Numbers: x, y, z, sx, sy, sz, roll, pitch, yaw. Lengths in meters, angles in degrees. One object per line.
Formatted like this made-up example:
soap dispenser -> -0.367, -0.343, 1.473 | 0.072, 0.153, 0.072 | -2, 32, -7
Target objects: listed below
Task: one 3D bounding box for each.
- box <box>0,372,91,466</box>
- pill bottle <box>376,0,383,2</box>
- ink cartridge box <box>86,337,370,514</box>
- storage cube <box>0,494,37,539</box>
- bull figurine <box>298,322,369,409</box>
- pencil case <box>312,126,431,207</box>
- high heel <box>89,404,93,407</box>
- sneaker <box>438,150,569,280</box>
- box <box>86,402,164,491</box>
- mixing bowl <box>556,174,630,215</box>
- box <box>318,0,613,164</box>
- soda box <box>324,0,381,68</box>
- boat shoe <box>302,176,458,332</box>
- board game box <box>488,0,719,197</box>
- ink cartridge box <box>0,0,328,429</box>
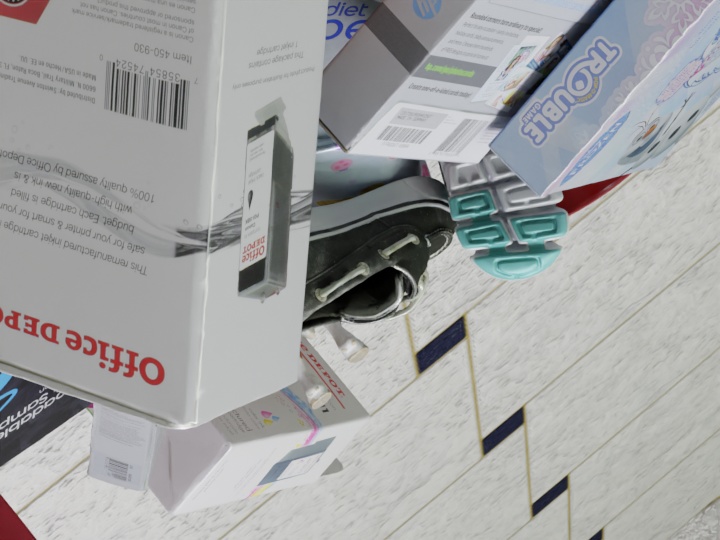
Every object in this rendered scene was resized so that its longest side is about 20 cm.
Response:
box -> -0.176, 0.037, 1.209 | 0.143, 0.036, 0.200 | -35, 162, -27
pill bottle -> 0.069, -0.220, 1.176 | 0.200, 0.111, 0.112 | -33, 159, -25
ink cartridge box -> -0.076, 0.077, 1.513 | 0.067, 0.117, 0.200 | -49, 159, 23
storage cube -> -0.256, 0.210, 1.341 | 0.171, 0.200, 0.180 | -41, 154, -1
bull figurine -> -0.050, 0.007, 1.431 | 0.065, 0.122, 0.200 | -38, 155, 1
pencil case -> -0.011, -0.075, 1.368 | 0.083, 0.091, 0.200 | -23, 159, 2
high heel -> -0.153, 0.038, 1.355 | 0.200, 0.067, 0.096 | -26, 163, -33
sneaker -> 0.064, -0.090, 1.361 | 0.077, 0.201, 0.091 | -11, 176, 4
box -> -0.091, -0.003, 1.212 | 0.144, 0.036, 0.201 | 111, -7, -70
mixing bowl -> 0.132, -0.135, 1.480 | 0.200, 0.108, 0.200 | -36, 160, -15
box -> 0.078, -0.136, 1.142 | 0.200, 0.041, 0.156 | -47, 162, 19
soda box -> 0.043, -0.143, 1.249 | 0.199, 0.064, 0.068 | -2, 144, -25
boat shoe -> 0.000, 0.000, 1.314 | 0.071, 0.064, 0.200 | -48, 162, 32
board game box -> 0.174, -0.130, 1.248 | 0.200, 0.043, 0.199 | -49, 168, 20
ink cartridge box -> -0.098, -0.051, 1.042 | 0.083, 0.146, 0.201 | -20, 121, -53
